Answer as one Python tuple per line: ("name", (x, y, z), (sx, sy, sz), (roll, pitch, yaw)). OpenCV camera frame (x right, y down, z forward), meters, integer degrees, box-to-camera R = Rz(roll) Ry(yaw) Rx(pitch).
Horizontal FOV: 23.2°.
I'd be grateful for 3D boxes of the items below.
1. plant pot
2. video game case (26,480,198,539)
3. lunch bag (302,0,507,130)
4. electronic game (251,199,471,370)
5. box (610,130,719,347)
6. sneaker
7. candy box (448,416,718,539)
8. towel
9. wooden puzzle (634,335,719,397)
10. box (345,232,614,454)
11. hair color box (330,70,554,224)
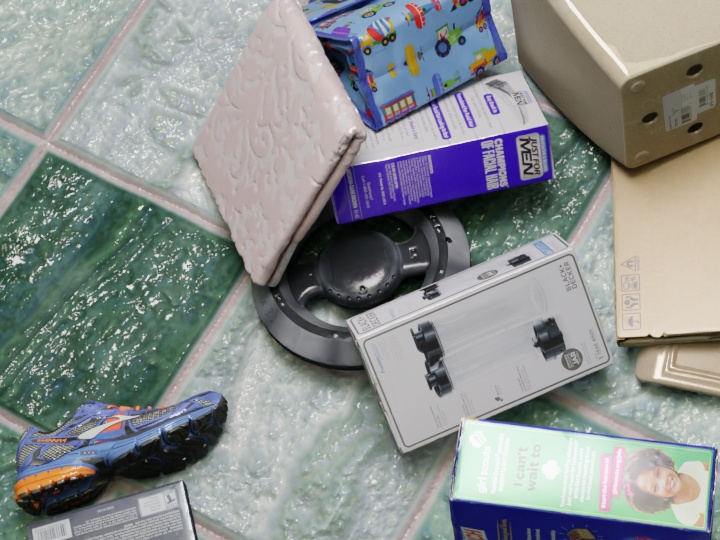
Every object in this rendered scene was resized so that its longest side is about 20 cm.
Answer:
("plant pot", (0.257, -0.212, 1.536), (0.200, 0.200, 0.177), (-22, 58, -3))
("video game case", (-0.197, 0.290, 1.482), (0.143, 0.019, 0.200), (-16, 66, 1))
("lunch bag", (0.011, -0.223, 1.625), (0.151, 0.094, 0.200), (-30, 32, -22))
("electronic game", (0.000, 0.000, 1.572), (0.200, 0.042, 0.200), (-5, 58, 8))
("box", (0.302, -0.033, 1.527), (0.163, 0.021, 0.200), (-5, 63, 14))
("sneaker", (-0.212, 0.141, 1.522), (0.200, 0.075, 0.078), (-19, 62, -3))
("candy box", (0.176, 0.192, 1.393), (0.200, 0.169, 0.077), (5, 62, 9))
("towel", (-0.074, -0.116, 1.554), (0.032, 0.191, 0.200), (7, 39, -34))
("wooden puzzle", (0.352, 0.032, 1.519), (0.200, 0.037, 0.185), (9, 67, 17))
("box", (0.100, 0.060, 1.490), (0.200, 0.060, 0.117), (-24, 108, -3))
("hair color box", (0.064, -0.112, 1.574), (0.200, 0.065, 0.109), (-13, 34, -1))
